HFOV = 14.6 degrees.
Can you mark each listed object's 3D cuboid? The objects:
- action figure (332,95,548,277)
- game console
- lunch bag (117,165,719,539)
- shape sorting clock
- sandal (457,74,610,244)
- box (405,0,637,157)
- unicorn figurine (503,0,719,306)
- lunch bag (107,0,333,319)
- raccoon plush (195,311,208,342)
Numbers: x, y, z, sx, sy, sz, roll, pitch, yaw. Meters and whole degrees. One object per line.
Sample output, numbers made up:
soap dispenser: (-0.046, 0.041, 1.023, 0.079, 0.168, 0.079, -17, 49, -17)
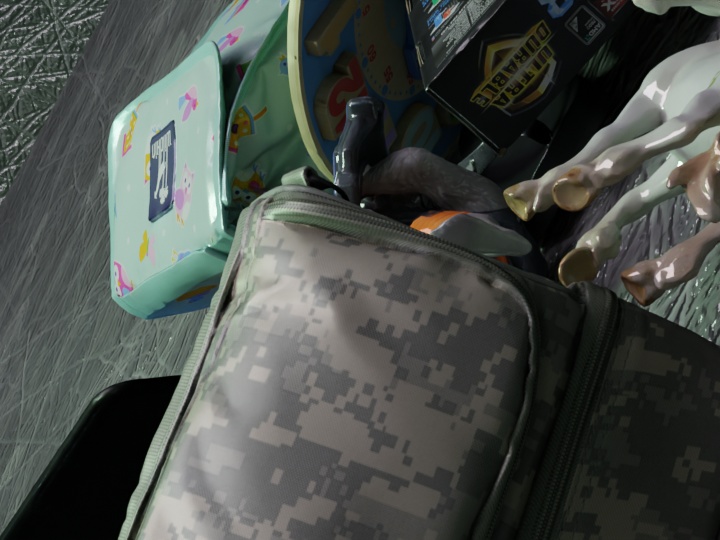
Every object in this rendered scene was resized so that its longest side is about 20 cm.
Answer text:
action figure: (0.040, 0.038, 1.098, 0.194, 0.104, 0.201, -84, -8, -73)
game console: (-0.099, 0.068, 1.509, 0.200, 0.116, 0.176, -52, 18, 48)
lunch bag: (0.008, 0.088, 0.858, 0.201, 0.167, 0.139, -69, 12, -15)
shape sorting clock: (0.026, -0.132, 1.307, 0.200, 0.039, 0.201, -33, -47, -45)
sandal: (0.062, -0.059, 1.224, 0.076, 0.043, 0.200, -64, 12, 6)
box: (0.099, -0.159, 1.154, 0.200, 0.050, 0.199, -48, 13, 12)
unicorn figurine: (0.112, -0.054, 0.917, 0.137, 0.074, 0.200, -39, 29, -8)
lunch bag: (-0.046, -0.070, 1.424, 0.200, 0.122, 0.170, -54, 13, -26)
raccoon plush: (0.000, 0.000, 1.288, 0.134, 0.096, 0.201, -44, 23, 41)
